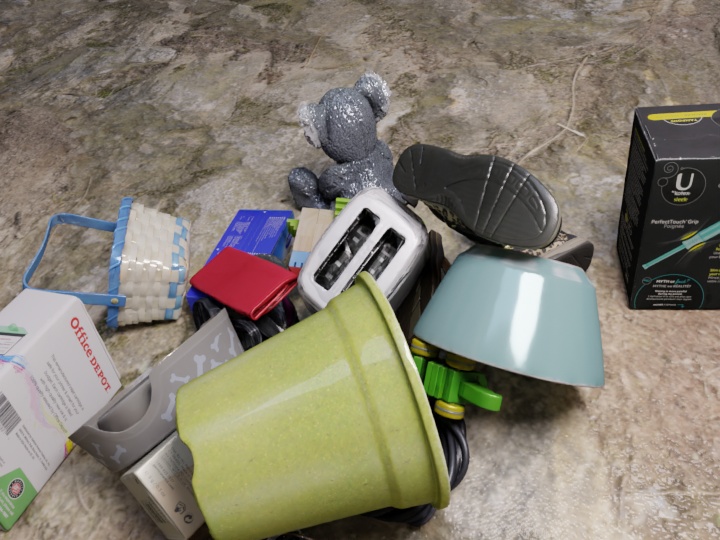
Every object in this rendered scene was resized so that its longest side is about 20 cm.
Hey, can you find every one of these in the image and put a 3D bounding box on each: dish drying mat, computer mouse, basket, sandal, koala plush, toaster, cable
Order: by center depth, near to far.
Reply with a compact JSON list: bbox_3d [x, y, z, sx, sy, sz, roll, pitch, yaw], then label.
[{"bbox_3d":[0.023,0.167,0.652,0.159,0.052,0.202,-16,40,-8],"label":"cable"},{"bbox_3d":[0.000,0.000,0.736,0.113,0.129,0.201,38,84,10],"label":"toaster"},{"bbox_3d":[-0.156,0.065,0.769,0.033,0.060,0.198,-18,14,-30],"label":"computer mouse"},{"bbox_3d":[-0.109,0.052,0.787,0.073,0.049,0.204,-2,50,-22],"label":"sandal"},{"bbox_3d":[-0.148,0.013,0.789,0.077,0.018,0.198,-45,31,-19],"label":"dish drying mat"},{"bbox_3d":[0.092,0.021,0.814,0.054,0.083,0.202,28,30,-8],"label":"sandal"},{"bbox_3d":[-0.329,-0.010,0.858,0.194,0.142,0.178,12,34,-17],"label":"basket"},{"bbox_3d":[-0.014,-0.184,0.968,0.174,0.204,0.183,-26,41,-21],"label":"koala plush"}]

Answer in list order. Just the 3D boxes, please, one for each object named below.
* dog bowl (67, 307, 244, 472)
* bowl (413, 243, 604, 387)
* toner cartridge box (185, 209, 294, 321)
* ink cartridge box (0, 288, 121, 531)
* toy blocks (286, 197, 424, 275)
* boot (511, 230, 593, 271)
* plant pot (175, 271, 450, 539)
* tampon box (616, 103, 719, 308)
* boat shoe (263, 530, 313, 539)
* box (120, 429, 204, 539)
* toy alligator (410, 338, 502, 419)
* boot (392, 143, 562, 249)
[{"bbox_3d":[-0.203,0.125,0.667,0.198,0.059,0.200,-39,5,4],"label":"dog bowl"},{"bbox_3d":[0.158,0.037,0.653,0.195,0.108,0.201,13,2,-1],"label":"bowl"},{"bbox_3d":[-0.164,-0.012,0.918,0.092,0.044,0.202,3,41,15],"label":"toner cartridge box"},{"bbox_3d":[-0.369,0.142,0.690,0.082,0.148,0.202,7,41,20],"label":"ink cartridge box"},{"bbox_3d":[-0.017,-0.009,0.854,0.193,0.101,0.140,6,53,5],"label":"toy blocks"},{"bbox_3d":[0.185,-0.028,0.837,0.195,0.075,0.151,-20,41,-18],"label":"boot"},{"bbox_3d":[-0.047,0.128,0.530,0.179,0.204,0.202,-18,39,-8],"label":"plant pot"},{"bbox_3d":[0.391,-0.074,0.745,0.145,0.204,0.128,0,38,11],"label":"tampon box"},{"bbox_3d":[-0.056,0.254,0.543,0.197,0.074,0.072,26,50,36],"label":"boat shoe"},{"bbox_3d":[-0.132,0.161,0.640,0.199,0.078,0.095,-42,4,-33],"label":"box"},{"bbox_3d":[0.061,0.100,0.651,0.196,0.061,0.054,15,4,37],"label":"toy alligator"},{"bbox_3d":[0.143,-0.061,0.669,0.202,0.152,0.075,30,93,42],"label":"boot"}]
